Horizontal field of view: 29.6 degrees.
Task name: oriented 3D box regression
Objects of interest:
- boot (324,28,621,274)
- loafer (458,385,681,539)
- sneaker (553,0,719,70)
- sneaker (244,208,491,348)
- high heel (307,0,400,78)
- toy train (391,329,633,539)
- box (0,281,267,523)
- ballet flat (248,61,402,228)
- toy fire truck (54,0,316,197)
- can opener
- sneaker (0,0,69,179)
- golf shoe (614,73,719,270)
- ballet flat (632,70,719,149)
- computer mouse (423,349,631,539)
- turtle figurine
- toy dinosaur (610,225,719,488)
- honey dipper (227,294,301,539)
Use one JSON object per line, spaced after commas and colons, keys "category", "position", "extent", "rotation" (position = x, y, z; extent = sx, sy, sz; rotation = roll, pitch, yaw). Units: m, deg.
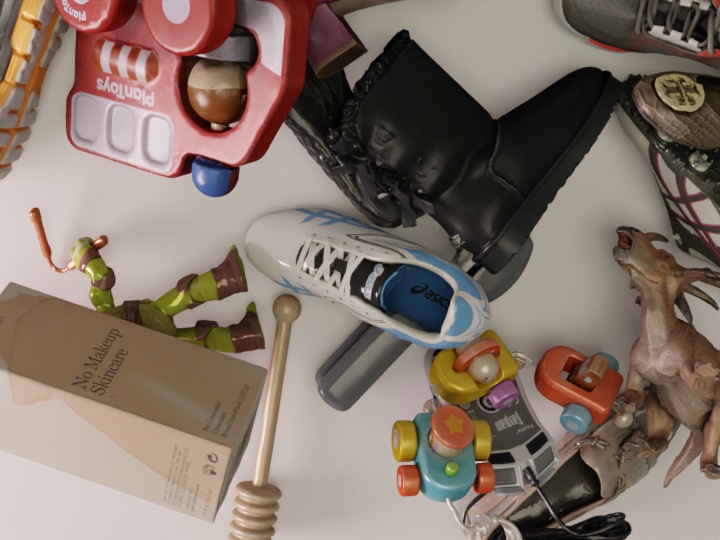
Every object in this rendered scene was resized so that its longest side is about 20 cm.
{"category": "boot", "position": [0.080, -0.111, 0.985], "extent": [0.162, 0.073, 0.198], "rotation": [38, 71, -5]}
{"category": "loafer", "position": [0.171, 0.165, 1.070], "extent": [0.200, 0.063, 0.072], "rotation": [-33, 102, 2]}
{"category": "sneaker", "position": [0.243, -0.187, 0.999], "extent": [0.200, 0.082, 0.077], "rotation": [12, 100, -7]}
{"category": "sneaker", "position": [0.000, 0.000, 0.993], "extent": [0.200, 0.072, 0.072], "rotation": [20, 89, 21]}
{"category": "high heel", "position": [0.023, -0.227, 0.954], "extent": [0.200, 0.067, 0.096], "rotation": [-33, 80, 4]}
{"category": "toy train", "position": [0.112, 0.105, 0.993], "extent": [0.150, 0.056, 0.200], "rotation": [32, 54, 11]}
{"category": "box", "position": [-0.176, 0.091, 0.957], "extent": [0.200, 0.095, 0.078], "rotation": [18, 126, 1]}
{"category": "ballet flat", "position": [-0.029, -0.113, 1.011], "extent": [0.066, 0.057, 0.200], "rotation": [-36, 96, -19]}
{"category": "toy fire truck", "position": [-0.122, -0.142, 0.939], "extent": [0.200, 0.112, 0.168], "rotation": [19, 114, 30]}
{"category": "can opener", "position": [0.049, 0.034, 1.041], "extent": [0.200, 0.053, 0.066], "rotation": [-43, 102, 4]}
{"category": "sneaker", "position": [-0.274, -0.135, 0.978], "extent": [0.077, 0.078, 0.200], "rotation": [25, 95, 5]}
{"category": "golf shoe", "position": [0.252, -0.058, 1.026], "extent": [0.200, 0.077, 0.088], "rotation": [49, 138, 9]}
{"category": "ballet flat", "position": [0.289, -0.118, 1.001], "extent": [0.200, 0.046, 0.067], "rotation": [7, 56, -25]}
{"category": "computer mouse", "position": [0.112, 0.136, 1.034], "extent": [0.110, 0.044, 0.200], "rotation": [-17, 61, -20]}
{"category": "turtle figurine", "position": [-0.161, 0.034, 1.017], "extent": [0.161, 0.064, 0.200], "rotation": [-16, 102, -1]}
{"category": "toy dinosaur", "position": [0.245, 0.071, 1.021], "extent": [0.086, 0.136, 0.200], "rotation": [-2, 128, 27]}
{"category": "honey dipper", "position": [-0.069, 0.117, 1.057], "extent": [0.038, 0.038, 0.200], "rotation": [10, 98, -6]}
